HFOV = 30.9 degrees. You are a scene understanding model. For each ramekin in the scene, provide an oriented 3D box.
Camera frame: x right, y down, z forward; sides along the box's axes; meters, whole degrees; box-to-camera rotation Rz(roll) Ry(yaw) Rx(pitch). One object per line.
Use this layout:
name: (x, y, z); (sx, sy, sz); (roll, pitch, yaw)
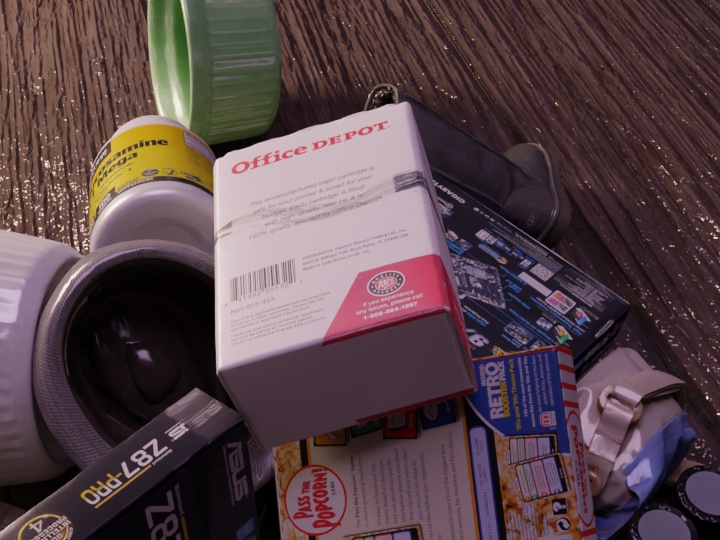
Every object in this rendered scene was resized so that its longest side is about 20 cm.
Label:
ramekin: (-0.256, 0.065, 0.966); (0.094, 0.203, 0.203); (1, 38, 9)
ramekin: (-0.151, -0.225, 1.341); (0.097, 0.201, 0.200); (-7, 38, -19)

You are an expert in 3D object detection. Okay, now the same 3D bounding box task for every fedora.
fedora: (-0.137, 0.078, 0.925); (0.200, 0.090, 0.177); (43, 70, -1)

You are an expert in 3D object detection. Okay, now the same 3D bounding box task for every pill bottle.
pill bottle: (-0.164, -0.053, 1.060); (0.112, 0.113, 0.200); (-8, 27, -8)

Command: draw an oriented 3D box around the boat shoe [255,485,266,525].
boat shoe: (-0.132, 0.187, 0.905); (0.072, 0.068, 0.200); (37, 40, 21)

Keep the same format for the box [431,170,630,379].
box: (0.079, 0.018, 0.967); (0.200, 0.046, 0.159); (36, 42, 19)

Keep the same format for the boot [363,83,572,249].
boot: (0.090, -0.107, 1.193); (0.199, 0.073, 0.182); (23, 18, -15)

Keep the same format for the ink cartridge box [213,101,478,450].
ink cartridge box: (-0.015, -0.002, 0.843); (0.144, 0.085, 0.201); (-16, 43, 8)

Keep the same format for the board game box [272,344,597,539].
board game box: (0.044, 0.137, 0.830); (0.199, 0.046, 0.152); (-9, 79, 19)

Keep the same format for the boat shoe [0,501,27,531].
boat shoe: (-0.299, 0.204, 0.920); (0.199, 0.063, 0.073); (8, 34, 2)

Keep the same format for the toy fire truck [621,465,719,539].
toy fire truck: (0.283, 0.210, 0.846); (0.176, 0.129, 0.200); (-29, 58, -31)

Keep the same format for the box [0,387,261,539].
box: (-0.132, 0.195, 0.800); (0.049, 0.201, 0.161); (25, 44, 32)

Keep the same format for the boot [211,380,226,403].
boot: (-0.136, 0.072, 1.057); (0.154, 0.072, 0.201); (6, 60, 33)

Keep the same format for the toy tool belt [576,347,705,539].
toy tool belt: (0.174, 0.142, 0.913); (0.123, 0.125, 0.200); (47, 36, 9)
